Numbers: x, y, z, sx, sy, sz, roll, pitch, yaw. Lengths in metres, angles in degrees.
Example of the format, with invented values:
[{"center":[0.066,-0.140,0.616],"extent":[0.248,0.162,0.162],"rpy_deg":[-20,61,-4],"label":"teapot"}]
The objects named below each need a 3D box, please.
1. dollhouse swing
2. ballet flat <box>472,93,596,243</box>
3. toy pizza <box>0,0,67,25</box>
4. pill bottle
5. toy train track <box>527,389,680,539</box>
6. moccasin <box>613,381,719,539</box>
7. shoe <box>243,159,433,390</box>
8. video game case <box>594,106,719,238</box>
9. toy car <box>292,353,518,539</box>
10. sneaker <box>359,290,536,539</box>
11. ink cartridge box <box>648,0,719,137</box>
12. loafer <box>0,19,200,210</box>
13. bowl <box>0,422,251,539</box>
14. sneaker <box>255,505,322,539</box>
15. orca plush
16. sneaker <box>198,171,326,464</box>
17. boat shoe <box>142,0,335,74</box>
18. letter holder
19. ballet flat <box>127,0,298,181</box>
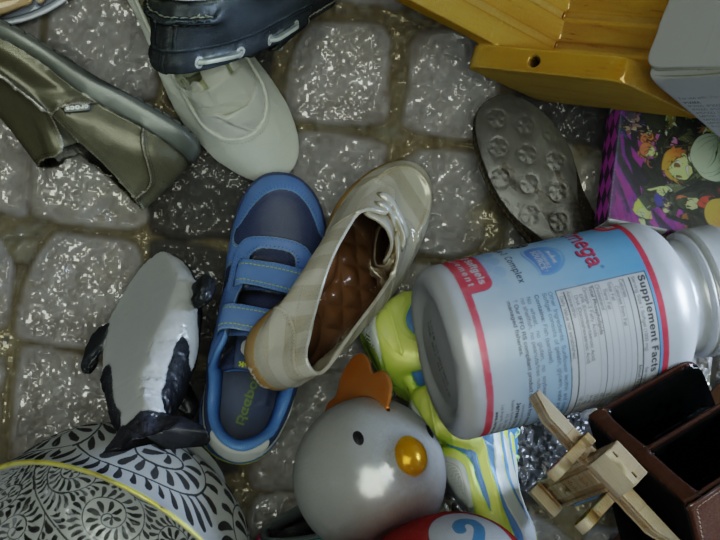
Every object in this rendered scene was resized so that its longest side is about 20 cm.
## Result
[{"center":[0.134,-0.228,0.824],"extent":[0.180,0.175,0.203],"rpy_deg":[13,84,40],"label":"dollhouse swing"},{"center":[0.140,-0.032,0.909],"extent":[0.067,0.046,0.201],"rpy_deg":[-35,89,-9],"label":"ballet flat"},{"center":[-0.257,-0.266,0.877],"extent":[0.197,0.032,0.203],"rpy_deg":[0,91,-5],"label":"toy pizza"},{"center":[0.139,0.031,0.822],"extent":[0.197,0.109,0.110],"rpy_deg":[-13,92,-12],"label":"pill bottle"},{"center":[0.125,0.132,0.775],"extent":[0.032,0.200,0.115],"rpy_deg":[-41,82,-12],"label":"toy train track"},{"center":[0.244,0.143,0.898],"extent":[0.074,0.078,0.202],"rpy_deg":[43,87,-4],"label":"moccasin"},{"center":[0.000,0.000,0.852],"extent":[0.070,0.053,0.201],"rpy_deg":[47,57,-19],"label":"shoe"},{"center":[0.260,-0.112,0.900],"extent":[0.179,0.036,0.203],"rpy_deg":[10,80,-7],"label":"video game case"},{"center":[0.020,0.142,0.770],"extent":[0.182,0.177,0.203],"rpy_deg":[-4,72,-31],"label":"toy car"},{"center":[0.087,0.093,0.887],"extent":[0.104,0.076,0.201],"rpy_deg":[-32,92,-4],"label":"sneaker"},{"center":[0.286,-0.136,0.805],"extent":[0.199,0.083,0.147],"rpy_deg":[29,77,-34],"label":"ink cartridge box"},{"center":[-0.205,-0.105,0.861],"extent":[0.198,0.075,0.070],"rpy_deg":[28,84,-4],"label":"loafer"},{"center":[-0.143,0.163,0.844],"extent":[0.200,0.201,0.095],"rpy_deg":[33,44,-4],"label":"bowl"},{"center":[0.013,0.200,0.882],"extent":[0.197,0.084,0.123],"rpy_deg":[-1,100,-3],"label":"sneaker"},{"center":[-0.114,0.064,0.825],"extent":[0.105,0.200,0.071],"rpy_deg":[-39,118,0],"label":"orca plush"},{"center":[-0.063,0.034,0.871],"extent":[0.073,0.082,0.203],"rpy_deg":[9,89,-3],"label":"sneaker"},{"center":[-0.073,-0.166,0.831],"extent":[0.075,0.199,0.061],"rpy_deg":[18,113,28],"label":"boat shoe"},{"center":[0.243,0.154,0.803],"extent":[0.141,0.101,0.202],"rpy_deg":[-28,122,-12],"label":"letter holder"},{"center":[-0.109,-0.147,0.874],"extent":[0.069,0.069,0.201],"rpy_deg":[-31,93,-3],"label":"ballet flat"}]
